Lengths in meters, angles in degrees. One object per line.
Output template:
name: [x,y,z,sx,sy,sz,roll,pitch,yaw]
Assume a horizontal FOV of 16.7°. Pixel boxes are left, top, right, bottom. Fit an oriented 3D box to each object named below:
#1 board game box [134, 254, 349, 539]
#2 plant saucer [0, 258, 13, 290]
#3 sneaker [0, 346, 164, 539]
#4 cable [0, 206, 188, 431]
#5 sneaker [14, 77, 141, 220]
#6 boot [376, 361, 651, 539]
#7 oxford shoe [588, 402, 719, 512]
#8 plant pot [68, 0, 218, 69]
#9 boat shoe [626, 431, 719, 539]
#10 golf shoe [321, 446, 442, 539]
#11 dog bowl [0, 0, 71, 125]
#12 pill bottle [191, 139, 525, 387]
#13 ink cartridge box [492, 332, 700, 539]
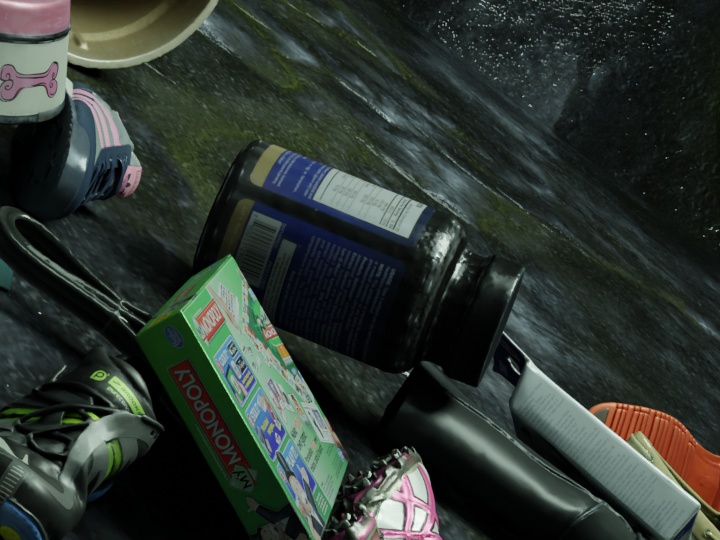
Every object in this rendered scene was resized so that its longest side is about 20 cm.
board game box: [-0.057,0.068,1.263,0.135,0.029,0.200,60,8,-5]
plant saucer: [-0.250,-0.058,1.419,0.070,0.019,0.200,30,14,-36]
sneaker: [-0.137,0.075,1.107,0.071,0.083,0.200,39,12,2]
cable: [-0.131,0.044,1.362,0.200,0.050,0.097,30,27,-14]
sneaker: [-0.173,-0.071,1.567,0.082,0.070,0.200,33,15,-17]
boot: [0.102,0.145,1.588,0.200,0.066,0.165,41,3,-3]
oxford shoe: [0.247,0.163,2.004,0.200,0.071,0.072,29,-13,-27]
plant pot: [-0.227,-0.282,1.955,0.200,0.201,0.183,30,3,-36]
boat shoe: [0.268,0.198,1.893,0.200,0.063,0.073,35,13,-17]
golf shoe: [0.009,0.158,1.292,0.092,0.073,0.200,56,17,-6]
dog bowl: [-0.265,-0.162,1.487,0.200,0.074,0.200,19,18,-7]
pill bottle: [0.000,0.000,1.596,0.200,0.112,0.112,23,11,6]
ink cartridge box: [0.153,0.128,1.743,0.200,0.041,0.200,42,-6,14]
